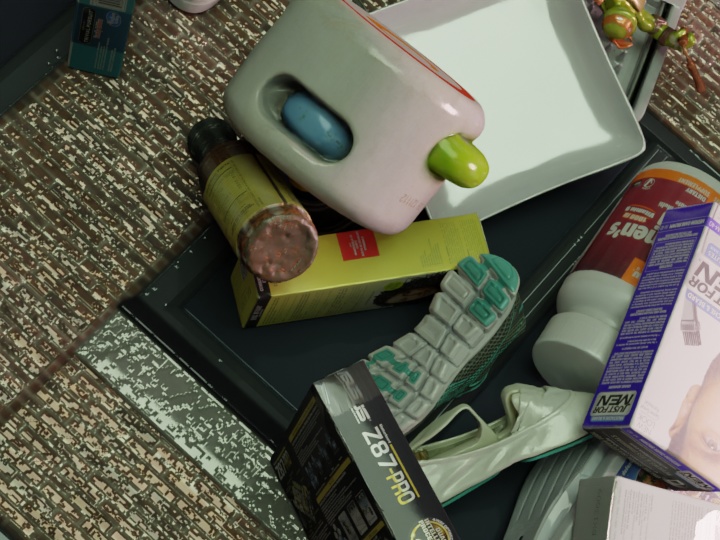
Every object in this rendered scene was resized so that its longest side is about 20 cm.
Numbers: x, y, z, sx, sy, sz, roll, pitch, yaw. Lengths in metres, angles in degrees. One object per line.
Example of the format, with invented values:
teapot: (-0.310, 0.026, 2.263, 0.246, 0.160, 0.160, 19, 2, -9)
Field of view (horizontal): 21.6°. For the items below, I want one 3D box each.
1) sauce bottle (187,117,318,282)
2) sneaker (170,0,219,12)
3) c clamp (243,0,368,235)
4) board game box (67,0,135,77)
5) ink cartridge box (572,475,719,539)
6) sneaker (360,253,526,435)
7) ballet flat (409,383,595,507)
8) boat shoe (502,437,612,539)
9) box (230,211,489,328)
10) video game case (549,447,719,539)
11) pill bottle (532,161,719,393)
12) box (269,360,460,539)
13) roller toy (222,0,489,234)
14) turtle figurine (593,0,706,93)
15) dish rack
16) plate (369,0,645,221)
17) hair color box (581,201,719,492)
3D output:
sauce bottle: (-0.090, -0.062, 1.483, 0.066, 0.066, 0.200, -7, 30, -17)
sneaker: (-0.091, -0.309, 1.625, 0.073, 0.085, 0.200, 34, 63, 3)
c clamp: (-0.024, -0.125, 1.602, 0.200, 0.027, 0.171, -40, 87, -26)
board game box: (-0.196, -0.284, 1.550, 0.047, 0.151, 0.201, 12, 65, -9)
ink cartridge box: (0.253, 0.233, 1.451, 0.199, 0.050, 0.109, 18, 73, -28)
sneaker: (0.063, 0.083, 1.509, 0.200, 0.091, 0.078, -43, 56, -3)
ballet flat: (0.108, 0.128, 1.480, 0.199, 0.069, 0.070, -25, 75, -5)
boat shoe: (0.162, 0.207, 1.493, 0.071, 0.072, 0.200, 42, 63, -20)
box: (0.000, 0.000, 1.526, 0.199, 0.075, 0.050, -8, 70, -16)
video game case: (0.249, 0.230, 1.488, 0.200, 0.018, 0.143, 46, 63, -16)
pill bottle: (0.230, 0.014, 1.558, 0.109, 0.110, 0.200, 36, 64, 2)
box: (0.000, 0.173, 1.385, 0.049, 0.200, 0.162, -25, 75, -20)
roller toy: (-0.010, -0.122, 1.469, 0.182, 0.200, 0.140, 33, 100, -30)
turtle figurine: (0.239, -0.252, 1.646, 0.200, 0.064, 0.162, 35, 55, -28)
dish rack: (0.192, -0.226, 1.684, 0.171, 0.044, 0.200, 25, 64, -4)
plate: (0.116, -0.154, 1.604, 0.199, 0.032, 0.201, -23, 87, -7)
hair color box: (0.261, 0.060, 1.471, 0.109, 0.065, 0.200, 34, 70, -26)
